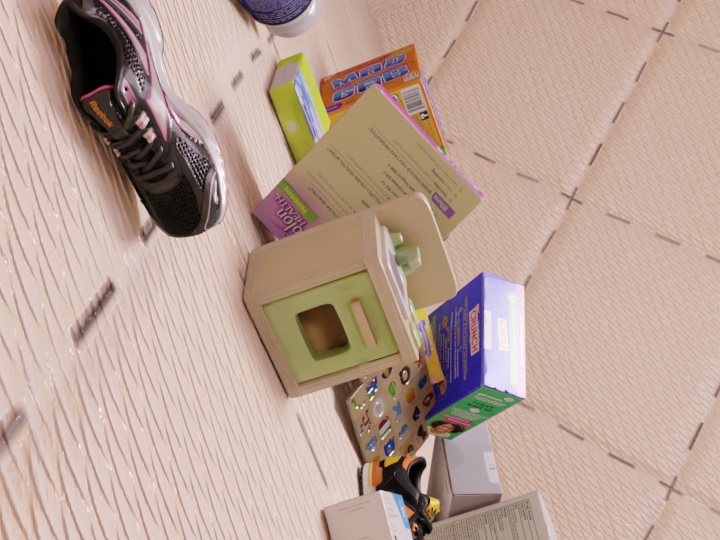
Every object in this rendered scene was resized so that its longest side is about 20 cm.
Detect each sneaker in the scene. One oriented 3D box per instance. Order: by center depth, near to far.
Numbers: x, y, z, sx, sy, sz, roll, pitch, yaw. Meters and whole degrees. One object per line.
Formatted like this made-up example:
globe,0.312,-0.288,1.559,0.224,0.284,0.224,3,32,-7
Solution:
sneaker,-0.172,-0.113,0.767,0.202,0.080,0.086,63,22,-6
sneaker,0.054,0.303,1.236,0.202,0.089,0.070,-99,167,-46

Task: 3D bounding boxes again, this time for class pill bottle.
pill bottle,-0.125,-0.411,1.455,0.200,0.114,0.117,46,28,-71

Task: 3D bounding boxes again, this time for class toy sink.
toy sink,-0.004,0.027,1.072,0.113,0.197,0.132,-93,163,-61

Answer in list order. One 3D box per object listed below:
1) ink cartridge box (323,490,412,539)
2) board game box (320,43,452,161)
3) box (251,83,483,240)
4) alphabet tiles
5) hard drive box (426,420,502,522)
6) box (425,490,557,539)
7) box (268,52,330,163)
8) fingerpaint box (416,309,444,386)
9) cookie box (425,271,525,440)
ink cartridge box,0.028,0.338,1.082,0.116,0.067,0.203,45,29,-71
board game box,0.049,-0.278,1.995,0.201,0.197,0.202,-94,163,-60
box,0.011,-0.077,1.188,0.176,0.200,0.097,45,10,-1
alphabet tiles,0.043,0.170,1.358,0.166,0.006,0.202,-45,131,-41
hard drive box,0.151,0.344,1.578,0.157,0.075,0.202,-97,-172,-51
box,0.180,0.412,1.448,0.129,0.197,0.110,-97,165,-49
box,-0.089,-0.240,1.559,0.201,0.047,0.123,-87,157,-65
fingerpaint box,0.035,0.052,1.476,0.167,0.072,0.203,-142,-146,-67
cookie box,0.151,0.125,1.475,0.200,0.074,0.174,136,-36,-55
